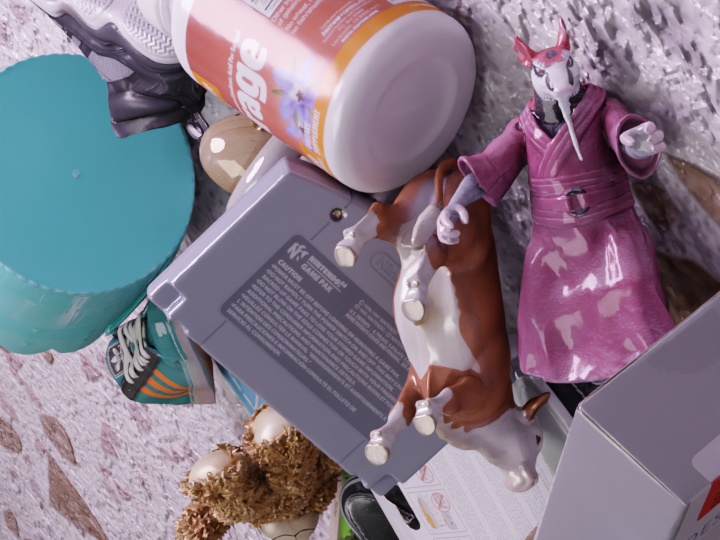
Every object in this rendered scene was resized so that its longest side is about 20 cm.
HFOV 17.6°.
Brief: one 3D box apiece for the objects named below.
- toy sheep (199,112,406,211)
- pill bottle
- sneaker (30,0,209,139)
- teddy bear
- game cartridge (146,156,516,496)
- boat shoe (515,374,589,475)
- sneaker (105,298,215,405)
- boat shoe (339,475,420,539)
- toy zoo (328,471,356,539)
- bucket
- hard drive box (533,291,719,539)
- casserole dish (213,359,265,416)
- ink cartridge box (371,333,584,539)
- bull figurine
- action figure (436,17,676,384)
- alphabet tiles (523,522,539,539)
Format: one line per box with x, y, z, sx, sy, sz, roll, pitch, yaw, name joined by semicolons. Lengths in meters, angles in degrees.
-0.013;-0.027;1.415;0.200;0.138;0.138;37;152;1;toy sheep
-0.037;-0.136;1.349;0.200;0.112;0.112;35;147;35;pill bottle
-0.174;-0.158;1.588;0.200;0.075;0.114;32;143;34;sneaker
-0.063;0.151;1.626;0.067;0.145;0.200;50;159;16;teddy bear
-0.009;0.030;1.355;0.200;0.133;0.041;43;-165;-24;game cartridge
0.167;0.133;1.376;0.200;0.060;0.076;56;166;-6;boat shoe
-0.153;0.064;1.742;0.200;0.080;0.072;89;175;-71;sneaker
0.049;0.206;1.623;0.199;0.068;0.074;38;124;30;boat shoe
0.051;0.233;1.725;0.200;0.020;0.131;41;150;26;toy zoo
-0.221;-0.051;1.660;0.207;0.207;0.135;56;152;-1;bucket
0.175;0.106;1.227;0.077;0.156;0.200;43;152;22;hard drive box
-0.070;0.064;1.671;0.121;0.039;0.200;54;165;15;casserole dish
0.083;0.126;1.493;0.200;0.057;0.163;-9;114;55;ink cartridge box
0.049;0.041;1.298;0.065;0.121;0.201;-3;107;33;bull figurine
0.126;-0.038;1.245;0.134;0.149;0.201;-4;100;28;action figure
0.106;0.270;1.397;0.167;0.200;0.008;47;-169;25;alphabet tiles
